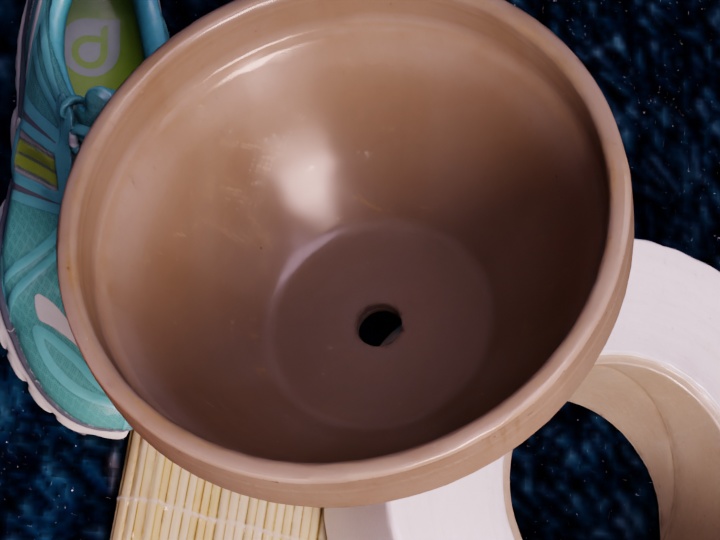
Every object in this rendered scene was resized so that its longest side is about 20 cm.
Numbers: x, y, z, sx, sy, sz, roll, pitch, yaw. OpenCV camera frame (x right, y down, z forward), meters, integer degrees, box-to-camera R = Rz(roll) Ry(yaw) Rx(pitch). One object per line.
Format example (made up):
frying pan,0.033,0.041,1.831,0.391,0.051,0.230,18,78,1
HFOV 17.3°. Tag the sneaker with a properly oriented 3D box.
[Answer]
sneaker,-0.102,-0.037,0.898,0.077,0.080,0.201,-2,77,-15

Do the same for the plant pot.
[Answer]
plant pot,0.000,0.000,0.841,0.200,0.093,0.202,-5,61,9

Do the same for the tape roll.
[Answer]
tape roll,0.089,0.092,0.922,0.202,0.071,0.203,6,73,-21

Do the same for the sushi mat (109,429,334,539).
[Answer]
sushi mat,-0.054,0.138,0.901,0.095,0.012,0.201,13,72,-14
